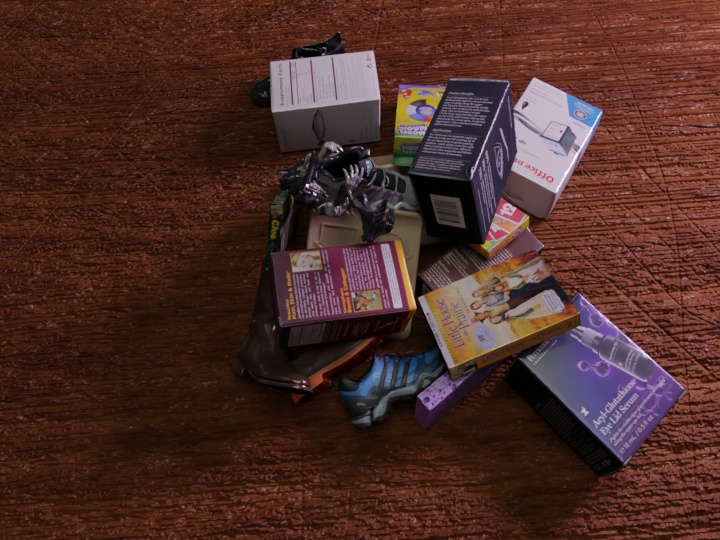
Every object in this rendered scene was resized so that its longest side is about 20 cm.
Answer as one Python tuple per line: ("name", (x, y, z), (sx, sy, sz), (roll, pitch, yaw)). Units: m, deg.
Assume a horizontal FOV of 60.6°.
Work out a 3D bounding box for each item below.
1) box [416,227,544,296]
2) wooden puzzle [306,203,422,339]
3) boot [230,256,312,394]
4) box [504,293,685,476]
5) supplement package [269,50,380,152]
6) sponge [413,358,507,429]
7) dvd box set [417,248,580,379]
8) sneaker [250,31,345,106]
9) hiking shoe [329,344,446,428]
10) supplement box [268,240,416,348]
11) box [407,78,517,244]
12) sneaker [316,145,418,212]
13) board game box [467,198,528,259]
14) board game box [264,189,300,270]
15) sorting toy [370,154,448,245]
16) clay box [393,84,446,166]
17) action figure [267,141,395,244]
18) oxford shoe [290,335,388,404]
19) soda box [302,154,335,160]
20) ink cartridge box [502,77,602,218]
("box", (0.194, -0.002, 1.012), (0.198, 0.075, 0.101), (-37, 67, -12))
("wooden puzzle", (0.000, 0.000, 0.986), (0.178, 0.046, 0.208), (6, 97, -5))
("boot", (-0.114, 0.073, 0.939), (0.182, 0.064, 0.206), (8, 75, 40))
("box", (0.334, 0.165, 0.902), (0.147, 0.105, 0.200), (-41, 70, -15))
("supplement package", (-0.064, -0.311, 1.140), (0.192, 0.118, 0.121), (-7, 64, -1))
("sponge", (0.163, 0.151, 0.918), (0.198, 0.113, 0.030), (-38, 66, -15))
("dvd box set", (0.194, 0.058, 0.891), (0.194, 0.030, 0.148), (-22, 42, 2))
("sneaker", (-0.123, -0.386, 1.185), (0.193, 0.105, 0.062), (-13, 64, -4))
("hiking shoe", (0.056, 0.153, 0.932), (0.197, 0.074, 0.088), (-32, 88, -13))
("supplement box", (-0.030, 0.034, 0.885), (0.193, 0.086, 0.114), (-6, 64, -14))
("box", (0.165, -0.171, 0.957), (0.101, 0.150, 0.204), (10, 59, 27))
("sneaker", (0.021, -0.147, 0.979), (0.192, 0.141, 0.080), (-3, 63, -4))
("board game box", (0.175, -0.105, 1.022), (0.094, 0.030, 0.199), (-36, 50, -14))
("board game box", (-0.119, -0.089, 0.988), (0.023, 0.108, 0.201), (7, 25, 2))
("sorting toy", (0.100, -0.127, 1.098), (0.192, 0.037, 0.191), (-5, 65, -5))
("clay box", (0.118, -0.264, 1.119), (0.110, 0.049, 0.204), (3, 45, 4))
("action figure", (-0.038, -0.120, 0.882), (0.197, 0.118, 0.104), (32, 96, 22))
("oxford shoe", (-0.036, 0.119, 0.951), (0.197, 0.071, 0.073), (-35, 69, -4))
("soda box", (-0.050, -0.102, 1.071), (0.066, 0.064, 0.206), (-13, 65, -4))
("ink cartridge box", (0.320, -0.220, 1.102), (0.144, 0.087, 0.202), (29, 68, 15))
